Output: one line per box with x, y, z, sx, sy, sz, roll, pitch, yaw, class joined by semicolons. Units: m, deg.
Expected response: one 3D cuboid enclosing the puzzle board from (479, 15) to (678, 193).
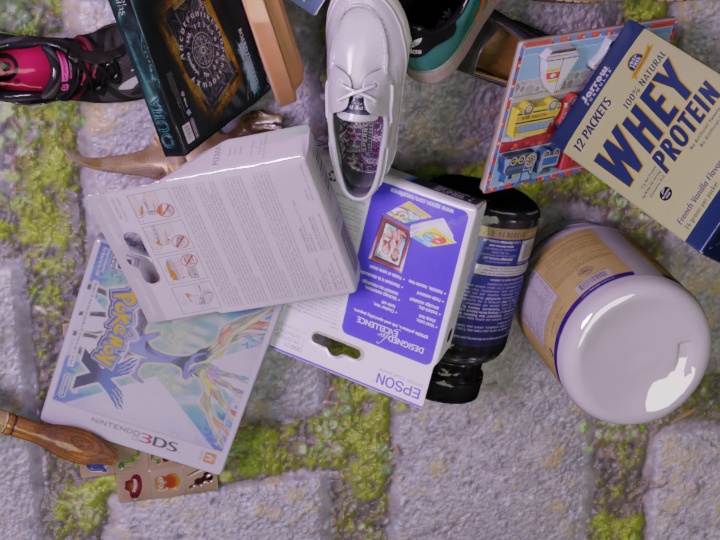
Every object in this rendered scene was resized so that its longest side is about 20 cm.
0.203;-0.150;1.448;0.200;0.017;0.151;-14;131;-36;puzzle board

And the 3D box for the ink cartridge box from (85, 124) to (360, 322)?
-0.117;-0.036;1.390;0.200;0.050;0.161;-8;131;15;ink cartridge box

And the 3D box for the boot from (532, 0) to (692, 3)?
0.218;-0.325;1.431;0.200;0.072;0.167;-3;100;-10;boot

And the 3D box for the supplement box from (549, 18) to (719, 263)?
0.320;-0.098;1.426;0.200;0.200;0.134;20;107;-47;supplement box

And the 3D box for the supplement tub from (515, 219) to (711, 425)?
0.228;0.042;1.494;0.145;0.200;0.146;-4;112;-10;supplement tub

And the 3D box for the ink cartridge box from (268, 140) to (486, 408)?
0.000;0.000;1.456;0.198;0.043;0.200;21;109;19;ink cartridge box

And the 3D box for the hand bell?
-0.318;0.145;1.469;0.200;0.104;0.104;21;106;-21;hand bell

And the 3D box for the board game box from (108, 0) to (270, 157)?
-0.151;-0.216;1.355;0.028;0.135;0.200;1;120;35;board game box

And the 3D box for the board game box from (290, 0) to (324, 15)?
-0.003;-0.316;1.334;0.034;0.135;0.200;31;103;-15;board game box

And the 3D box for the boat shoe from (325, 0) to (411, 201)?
-0.001;-0.146;1.326;0.072;0.069;0.200;9;132;2;boat shoe

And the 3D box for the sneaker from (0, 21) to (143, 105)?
-0.247;-0.170;1.366;0.200;0.084;0.077;-7;114;-11;sneaker

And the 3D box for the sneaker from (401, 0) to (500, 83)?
0.089;-0.261;1.367;0.071;0.080;0.200;20;72;18;sneaker

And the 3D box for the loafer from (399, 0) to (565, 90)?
0.101;-0.211;1.434;0.200;0.072;0.073;16;108;-17;loafer

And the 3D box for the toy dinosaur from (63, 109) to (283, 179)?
-0.165;-0.093;1.443;0.200;0.058;0.101;-15;99;-15;toy dinosaur

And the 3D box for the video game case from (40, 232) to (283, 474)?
-0.187;0.081;1.487;0.182;0.022;0.200;18;111;-7;video game case

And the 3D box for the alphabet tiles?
-0.195;0.132;1.542;0.167;0.008;0.200;-7;113;-10;alphabet tiles

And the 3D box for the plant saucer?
-0.085;-0.235;1.313;0.032;0.200;0.200;-19;114;-1;plant saucer

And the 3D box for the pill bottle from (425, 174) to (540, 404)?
0.094;0.019;1.504;0.112;0.112;0.200;8;109;-15;pill bottle
